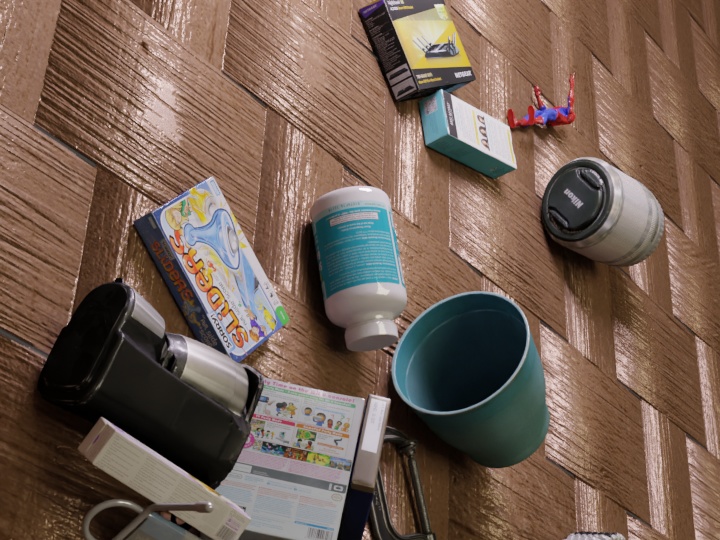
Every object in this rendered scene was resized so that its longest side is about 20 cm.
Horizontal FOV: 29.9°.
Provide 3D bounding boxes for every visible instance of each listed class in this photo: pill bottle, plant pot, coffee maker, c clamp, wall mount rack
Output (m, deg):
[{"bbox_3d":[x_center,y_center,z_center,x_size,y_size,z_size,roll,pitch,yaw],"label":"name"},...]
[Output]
[{"bbox_3d":[0.000,0.000,1.769,0.110,0.110,0.203,15,59,-49],"label":"pill bottle"},{"bbox_3d":[0.168,0.165,1.851,0.189,0.198,0.202,57,32,-42],"label":"plant pot"},{"bbox_3d":[-0.216,0.138,1.370,0.199,0.134,0.194,36,45,-37],"label":"coffee maker"},{"bbox_3d":[0.061,0.297,1.762,0.170,0.027,0.203,-5,77,-50],"label":"c clamp"},{"bbox_3d":[-0.169,0.281,1.317,0.199,0.173,0.075,38,18,-35],"label":"wall mount rack"}]

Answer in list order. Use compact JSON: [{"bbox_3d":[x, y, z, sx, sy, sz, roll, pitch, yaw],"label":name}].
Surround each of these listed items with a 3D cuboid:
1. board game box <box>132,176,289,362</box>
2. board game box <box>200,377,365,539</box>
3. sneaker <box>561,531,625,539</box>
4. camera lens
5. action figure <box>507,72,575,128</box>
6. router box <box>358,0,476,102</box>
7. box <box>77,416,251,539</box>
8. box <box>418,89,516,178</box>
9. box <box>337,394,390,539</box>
[{"bbox_3d":[-0.173,0.003,1.594,0.202,0.034,0.135,62,34,-8],"label":"board game box"},{"bbox_3d":[-0.084,0.222,1.494,0.145,0.065,0.202,12,49,2],"label":"board game box"},{"bbox_3d":[0.338,0.439,2.030,0.199,0.074,0.082,-1,85,-52],"label":"sneaker"},{"bbox_3d":[0.425,-0.100,2.370,0.199,0.159,0.162,20,55,-47],"label":"camera lens"},{"bbox_3d":[0.336,-0.308,2.445,0.199,0.065,0.101,-6,93,-56],"label":"action figure"},{"bbox_3d":[0.094,-0.360,2.159,0.199,0.052,0.159,-22,89,-56],"label":"router box"},{"bbox_3d":[-0.189,0.211,1.325,0.200,0.039,0.042,40,81,-37],"label":"box"},{"bbox_3d":[0.177,-0.219,2.194,0.199,0.049,0.083,20,55,-48],"label":"box"},{"bbox_3d":[-0.001,0.252,1.571,0.032,0.201,0.122,13,49,-1],"label":"box"}]
